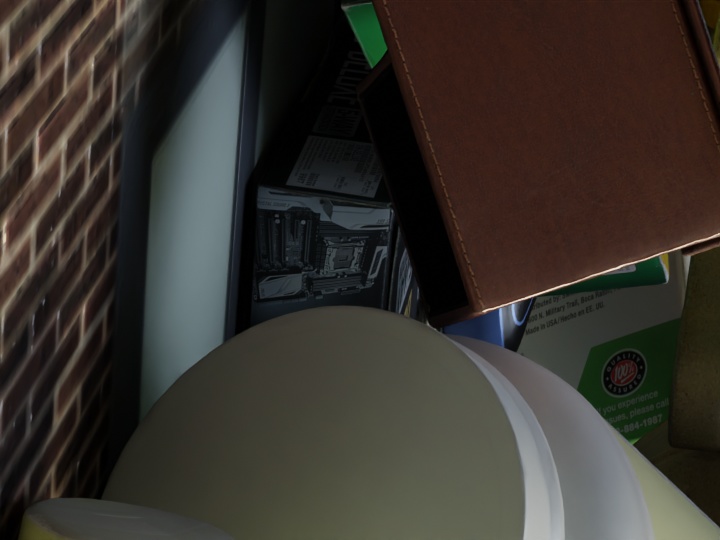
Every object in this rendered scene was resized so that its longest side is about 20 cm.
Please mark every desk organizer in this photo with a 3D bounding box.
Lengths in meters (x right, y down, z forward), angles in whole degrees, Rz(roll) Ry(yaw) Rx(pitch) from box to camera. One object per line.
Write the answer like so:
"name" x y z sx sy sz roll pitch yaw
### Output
"desk organizer" 0.029 -0.091 0.587 0.072 0.077 0.201 153 -81 -81

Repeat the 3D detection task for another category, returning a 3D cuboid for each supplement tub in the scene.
"supplement tub" 0.030 0.104 0.627 0.200 0.144 0.146 41 55 -52

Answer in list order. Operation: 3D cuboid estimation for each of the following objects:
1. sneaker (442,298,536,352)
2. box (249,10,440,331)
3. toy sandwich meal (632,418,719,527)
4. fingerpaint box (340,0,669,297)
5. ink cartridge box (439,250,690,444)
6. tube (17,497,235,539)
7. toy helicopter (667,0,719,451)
"sneaker" 0.077 -0.055 0.881 0.070 0.077 0.201 75 23 -75
"box" 0.000 0.000 0.847 0.200 0.050 0.158 -70 166 -61
"toy sandwich meal" 0.120 0.141 0.744 0.070 0.205 0.206 23 71 -38
"fingerpaint box" 0.049 -0.108 0.756 0.200 0.073 0.168 60 27 -61
"ink cartridge box" 0.102 -0.006 0.963 0.083 0.146 0.201 18 62 -40
"tube" -0.068 0.152 0.504 0.058 0.052 0.201 9 96 -43
"toy helicopter" 0.123 -0.033 0.770 0.132 0.078 0.201 76 24 -67
